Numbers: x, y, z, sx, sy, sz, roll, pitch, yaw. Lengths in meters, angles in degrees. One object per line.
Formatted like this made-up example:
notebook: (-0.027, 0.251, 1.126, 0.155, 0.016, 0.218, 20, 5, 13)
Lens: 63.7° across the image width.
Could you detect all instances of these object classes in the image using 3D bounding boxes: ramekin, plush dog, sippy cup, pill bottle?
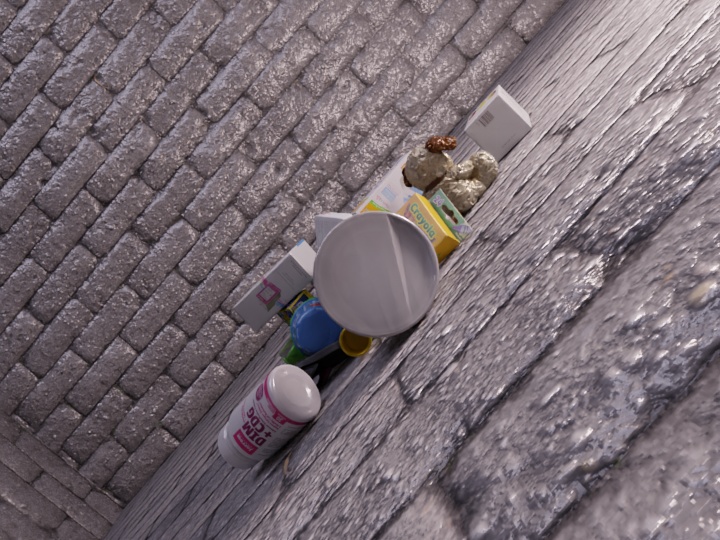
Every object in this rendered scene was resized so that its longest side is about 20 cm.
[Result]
ramekin: (0.026, 0.010, 0.951, 0.203, 0.202, 0.094, -49, -7, -5)
plush dog: (0.167, -0.192, 1.236, 0.200, 0.172, 0.161, -41, 10, 46)
sippy cup: (-0.085, 0.124, 1.216, 0.130, 0.138, 0.180, 131, 148, -87)
pill bottle: (-0.172, 0.275, 1.068, 0.200, 0.113, 0.114, -46, 6, 27)

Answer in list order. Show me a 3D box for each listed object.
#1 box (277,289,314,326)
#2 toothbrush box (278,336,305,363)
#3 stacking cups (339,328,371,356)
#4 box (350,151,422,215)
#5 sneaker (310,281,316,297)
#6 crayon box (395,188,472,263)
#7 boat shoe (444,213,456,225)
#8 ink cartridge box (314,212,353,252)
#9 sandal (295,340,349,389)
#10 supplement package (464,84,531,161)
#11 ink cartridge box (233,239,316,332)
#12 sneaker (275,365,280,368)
box: (-0.147, 0.097, 1.393, 0.064, 0.070, 0.200, -48, 8, -15)
toothbrush box: (-0.105, 0.152, 1.472, 0.146, 0.086, 0.200, -44, 9, 23)
stacking cups: (-0.004, 0.110, 1.140, 0.061, 0.060, 0.200, -47, 4, 10)
box: (0.083, -0.170, 1.394, 0.200, 0.112, 0.101, -47, 9, -4)
sneaker: (-0.050, 0.060, 1.362, 0.099, 0.075, 0.200, -35, 45, -8)
crayon box: (0.101, -0.054, 1.104, 0.200, 0.126, 0.051, -46, -39, 19)
boat shoe: (0.113, -0.044, 1.185, 0.200, 0.074, 0.073, -44, 7, 48)
ink cartridge box: (-0.009, -0.028, 1.146, 0.050, 0.164, 0.199, -18, 20, -42)
sandal: (-0.090, 0.205, 1.154, 0.200, 0.075, 0.048, -38, 55, 29)
supplement package: (0.330, -0.356, 1.392, 0.114, 0.109, 0.200, -45, 7, 26)
ink cartridge box: (-0.192, 0.034, 1.374, 0.200, 0.085, 0.145, -41, 7, 16)
sneaker: (-0.186, 0.275, 1.375, 0.076, 0.070, 0.200, -51, 6, -18)
